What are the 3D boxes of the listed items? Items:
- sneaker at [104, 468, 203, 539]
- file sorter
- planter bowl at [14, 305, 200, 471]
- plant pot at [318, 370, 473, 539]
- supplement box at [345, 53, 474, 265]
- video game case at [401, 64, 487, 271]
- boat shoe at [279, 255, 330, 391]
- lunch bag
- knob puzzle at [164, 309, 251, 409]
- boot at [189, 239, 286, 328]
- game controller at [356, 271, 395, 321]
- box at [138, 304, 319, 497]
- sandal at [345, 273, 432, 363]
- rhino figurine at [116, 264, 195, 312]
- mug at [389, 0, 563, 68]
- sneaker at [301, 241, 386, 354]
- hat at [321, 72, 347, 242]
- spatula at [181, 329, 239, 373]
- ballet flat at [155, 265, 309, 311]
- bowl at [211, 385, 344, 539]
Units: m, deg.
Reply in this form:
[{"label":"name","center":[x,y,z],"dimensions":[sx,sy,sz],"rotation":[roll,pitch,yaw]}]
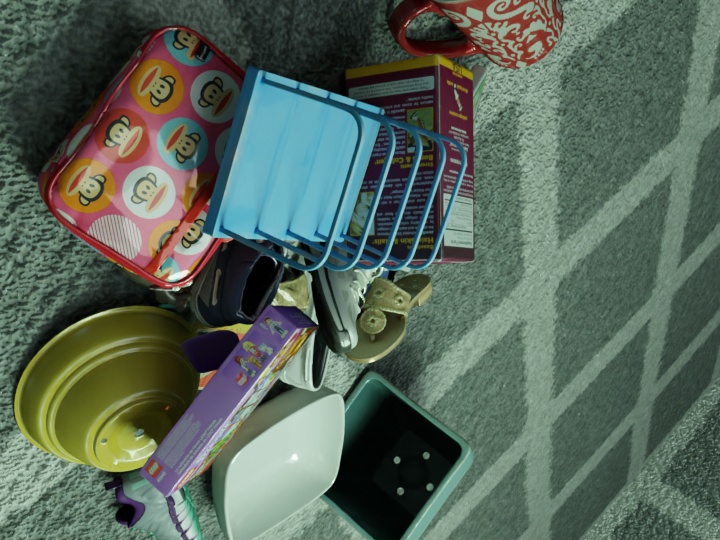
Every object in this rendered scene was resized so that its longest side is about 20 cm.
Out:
[{"label":"sneaker","center":[-0.250,0.299,1.011],"dimensions":[0.087,0.075,0.201],"rotation":[-17,131,-12]},{"label":"file sorter","center":[-0.011,-0.075,0.716],"dimensions":[0.200,0.122,0.140],"rotation":[-1,113,-59]},{"label":"planter bowl","center":[-0.237,0.141,0.834],"dimensions":[0.199,0.083,0.201],"rotation":[-21,134,-24]},{"label":"plant pot","center":[0.059,0.304,1.272],"dimensions":[0.196,0.196,0.200],"rotation":[-53,155,-4]},{"label":"supplement box","center":[0.051,-0.107,0.844],"dimensions":[0.085,0.110,0.202],"rotation":[0,89,-58]},{"label":"video game case","center":[0.100,-0.124,1.016],"dimensions":[0.183,0.022,0.201],"rotation":[98,18,-53]},{"label":"boat shoe","center":[-0.051,0.051,1.013],"dimensions":[0.072,0.068,0.201],"rotation":[12,98,-60]},{"label":"lunch bag","center":[-0.159,-0.090,0.719],"dimensions":[0.176,0.082,0.201],"rotation":[38,83,-28]},{"label":"knob puzzle","center":[-0.177,0.142,0.976],"dimensions":[0.219,0.030,0.221],"rotation":[-35,144,-30]},{"label":"boot","center":[-0.098,-0.033,0.834],"dimensions":[0.073,0.090,0.201],"rotation":[31,69,-34]},{"label":"game controller","center":[0.018,-0.011,1.087],"dimensions":[0.104,0.042,0.201],"rotation":[-19,131,-41]},{"label":"box","center":[-0.124,0.123,0.821],"dimensions":[0.200,0.039,0.137],"rotation":[-52,173,2]},{"label":"sandal","center":[0.032,0.036,1.065],"dimensions":[0.212,0.077,0.070],"rotation":[-44,130,-53]},{"label":"rhino figurine","center":[-0.167,-0.067,0.793],"dimensions":[0.087,0.060,0.201],"rotation":[26,97,-19]},{"label":"mug","center":[0.133,-0.317,0.940],"dimensions":[0.200,0.176,0.135],"rotation":[21,65,-59]},{"label":"sneaker","center":[0.000,0.000,0.913],"dimensions":[0.114,0.201,0.076],"rotation":[-9,137,-7]},{"label":"hat","center":[-0.023,-0.115,0.904],"dimensions":[0.200,0.080,0.202],"rotation":[6,83,-57]},{"label":"spatula","center":[-0.145,0.108,0.903],"dimensions":[0.056,0.021,0.200],"rotation":[-19,158,-4]},{"label":"ballet flat","center":[-0.137,0.013,0.909],"dimensions":[0.199,0.070,0.066],"rotation":[6,89,-49]},{"label":"bowl","center":[-0.119,0.249,1.103],"dimensions":[0.199,0.074,0.201],"rotation":[-26,136,-37]}]
